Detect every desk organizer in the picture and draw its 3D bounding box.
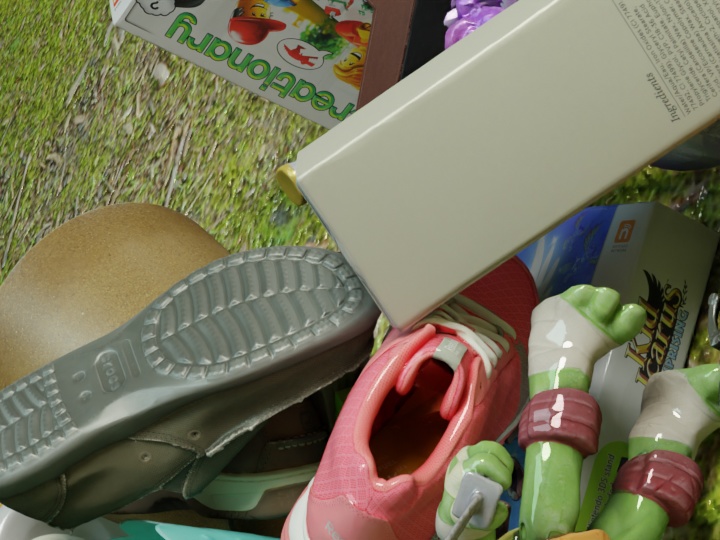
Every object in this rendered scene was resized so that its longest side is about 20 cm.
[{"bbox_3d":[0.026,-0.128,0.965,0.077,0.071,0.201,50,150,28],"label":"desk organizer"}]

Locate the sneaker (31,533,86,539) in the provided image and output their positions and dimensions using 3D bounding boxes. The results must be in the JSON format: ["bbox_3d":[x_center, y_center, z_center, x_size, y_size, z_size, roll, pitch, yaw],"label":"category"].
[{"bbox_3d":[-0.125,0.234,0.984,0.200,0.075,0.085,49,135,14],"label":"sneaker"}]

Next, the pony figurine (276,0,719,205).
[{"bbox_3d":[0.070,-0.087,0.866,0.199,0.167,0.193,-34,4,-14],"label":"pony figurine"}]

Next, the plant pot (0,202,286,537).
[{"bbox_3d":[-0.094,0.082,1.054,0.200,0.186,0.187,30,96,46],"label":"plant pot"}]

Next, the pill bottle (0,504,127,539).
[{"bbox_3d":[-0.242,0.206,1.266,0.200,0.112,0.113,-18,53,55],"label":"pill bottle"}]

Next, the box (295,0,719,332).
[{"bbox_3d":[0.074,-0.067,0.754,0.199,0.082,0.068,-32,12,7],"label":"box"}]

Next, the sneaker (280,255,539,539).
[{"bbox_3d":[0.037,0.049,0.767,0.201,0.073,0.087,-60,-6,-41],"label":"sneaker"}]

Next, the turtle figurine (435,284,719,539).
[{"bbox_3d":[0.101,0.103,0.691,0.200,0.143,0.195,91,-164,-58],"label":"turtle figurine"}]

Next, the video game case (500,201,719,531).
[{"bbox_3d":[0.071,0.062,0.885,0.200,0.045,0.182,-4,65,61],"label":"video game case"}]

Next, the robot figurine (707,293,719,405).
[{"bbox_3d":[0.196,-0.015,0.703,0.145,0.058,0.201,-37,38,45],"label":"robot figurine"}]

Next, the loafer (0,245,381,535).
[{"bbox_3d":[-0.078,0.055,0.822,0.199,0.070,0.075,-24,43,6],"label":"loafer"}]

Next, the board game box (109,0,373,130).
[{"bbox_3d":[-0.027,-0.155,1.060,0.126,0.199,0.035,-51,32,28],"label":"board game box"}]

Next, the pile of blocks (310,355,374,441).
[{"bbox_3d":[0.001,0.054,0.892,0.200,0.062,0.083,36,141,58],"label":"pile of blocks"}]

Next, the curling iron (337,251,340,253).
[{"bbox_3d":[0.000,0.000,0.928,0.049,0.200,0.026,-19,92,22],"label":"curling iron"}]

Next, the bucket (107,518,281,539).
[{"bbox_3d":[-0.047,0.213,0.840,0.207,0.134,0.209,-20,67,58],"label":"bucket"}]

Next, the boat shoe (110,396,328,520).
[{"bbox_3d":[-0.091,0.078,0.911,0.201,0.074,0.075,-5,94,40],"label":"boat shoe"}]
